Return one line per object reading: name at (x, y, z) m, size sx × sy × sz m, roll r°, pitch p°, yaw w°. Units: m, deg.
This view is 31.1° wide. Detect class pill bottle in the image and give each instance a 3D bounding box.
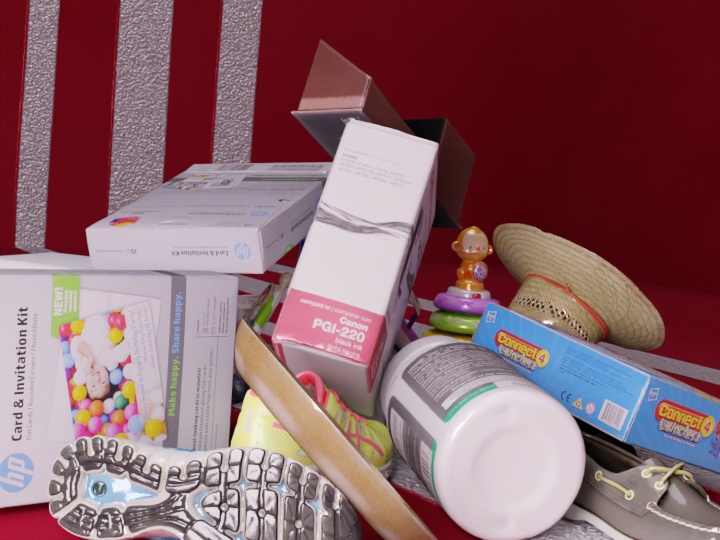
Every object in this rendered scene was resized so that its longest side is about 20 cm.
pill bottle at (0.084, 0.118, 0.988) m, size 0.112 × 0.114 × 0.200 m, roll 4°, pitch 11°, yaw -14°

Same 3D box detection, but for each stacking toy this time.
stacking toy at (0.107, 0.056, 1.313) m, size 0.115 × 0.202 × 0.110 m, roll 6°, pitch 4°, yaw -15°

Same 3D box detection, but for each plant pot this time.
plant pot at (-0.022, 0.116, 0.870) m, size 0.200 × 0.027 × 0.200 m, roll 48°, pitch -4°, yaw 4°

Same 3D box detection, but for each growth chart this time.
growth chart at (-0.147, 0.072, 1.226) m, size 0.018 × 0.145 × 0.199 m, roll 40°, pitch -26°, yaw -24°

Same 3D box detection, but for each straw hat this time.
straw hat at (0.192, 0.049, 1.281) m, size 0.200 × 0.085 × 0.201 m, roll 34°, pitch -18°, yaw 13°

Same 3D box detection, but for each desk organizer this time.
desk organizer at (0.027, -0.118, 1.148) m, size 0.071 × 0.078 × 0.200 m, roll 2°, pitch -26°, yaw 32°

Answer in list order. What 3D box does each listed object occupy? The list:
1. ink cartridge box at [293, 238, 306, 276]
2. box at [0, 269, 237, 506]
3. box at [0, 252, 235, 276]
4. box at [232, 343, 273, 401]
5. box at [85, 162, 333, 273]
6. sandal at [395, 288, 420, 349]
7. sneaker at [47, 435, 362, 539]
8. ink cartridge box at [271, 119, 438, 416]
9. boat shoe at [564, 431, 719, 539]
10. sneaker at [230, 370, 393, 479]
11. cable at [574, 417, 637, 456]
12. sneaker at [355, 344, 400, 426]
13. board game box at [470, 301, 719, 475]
ink cartridge box at (-0.036, 0.048, 1.248) m, size 0.043 × 0.202 × 0.198 m, roll 12°, pitch 5°, yaw 10°
box at (-0.182, 0.079, 0.930) m, size 0.199 × 0.158 × 0.041 m, roll 1°, pitch 4°, yaw -41°
box at (-0.220, 0.070, 1.112) m, size 0.198 × 0.154 × 0.106 m, roll 7°, pitch 6°, yaw 21°
box at (-0.181, 0.102, 1.436) m, size 0.198 × 0.044 × 0.160 m, roll 8°, pitch 5°, yaw 30°
box at (-0.115, -0.048, 1.103) m, size 0.154 × 0.042 × 0.200 m, roll 0°, pitch 18°, yaw 19°
sandal at (0.027, 0.012, 1.222) m, size 0.050 × 0.203 × 0.083 m, roll -29°, pitch 30°, yaw 4°
sneaker at (-0.092, 0.144, 0.822) m, size 0.198 × 0.079 × 0.090 m, roll 12°, pitch -6°, yaw 13°
ink cartridge box at (0.000, 0.000, 1.073) m, size 0.084 × 0.202 × 0.146 m, roll 14°, pitch -21°, yaw 7°
boat shoe at (0.208, 0.166, 0.948) m, size 0.071 × 0.061 × 0.201 m, roll 3°, pitch 5°, yaw -29°
sneaker at (-0.030, 0.124, 1.020) m, size 0.077 × 0.091 × 0.199 m, roll 4°, pitch 0°, yaw 29°
cable at (0.161, 0.157, 1.157) m, size 0.162 × 0.051 × 0.200 m, roll 0°, pitch 3°, yaw 24°
sneaker at (-0.004, 0.106, 1.202) m, size 0.077 × 0.101 × 0.200 m, roll 1°, pitch 3°, yaw 13°
board game box at (0.225, 0.106, 1.119) m, size 0.195 × 0.056 × 0.199 m, roll 21°, pitch 3°, yaw -39°
